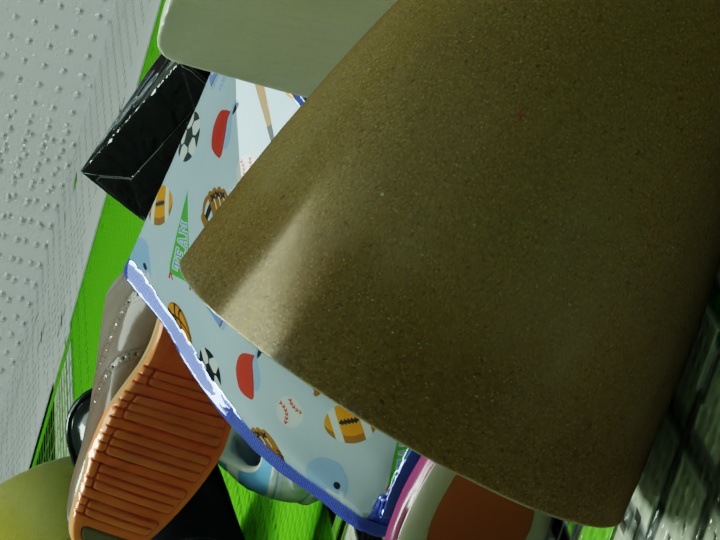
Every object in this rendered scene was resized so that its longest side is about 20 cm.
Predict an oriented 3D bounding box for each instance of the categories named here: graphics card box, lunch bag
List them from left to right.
[{"bbox_3d":[-0.066,-0.130,1.606,0.125,0.051,0.200,-41,15,49],"label":"graphics card box"},{"bbox_3d":[0.000,0.000,1.383,0.200,0.123,0.171,54,133,39],"label":"lunch bag"}]

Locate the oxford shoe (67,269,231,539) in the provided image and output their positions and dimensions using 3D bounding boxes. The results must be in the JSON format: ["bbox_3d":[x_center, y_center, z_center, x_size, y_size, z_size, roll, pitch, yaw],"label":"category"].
[{"bbox_3d":[-0.105,0.051,1.526,0.073,0.071,0.201,22,87,53],"label":"oxford shoe"}]

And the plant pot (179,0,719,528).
[{"bbox_3d":[0.065,-0.041,1.064,0.201,0.186,0.186,-59,14,9],"label":"plant pot"}]

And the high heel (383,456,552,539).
[{"bbox_3d":[0.029,0.108,1.248,0.096,0.067,0.201,-109,29,-51],"label":"high heel"}]

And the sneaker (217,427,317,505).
[{"bbox_3d":[-0.025,0.051,1.588,0.072,0.072,0.201,-86,16,-48],"label":"sneaker"}]

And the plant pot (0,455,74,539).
[{"bbox_3d":[-0.161,0.232,1.805,0.142,0.199,0.201,54,134,41],"label":"plant pot"}]

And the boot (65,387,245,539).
[{"bbox_3d":[-0.097,0.156,1.587,0.199,0.073,0.162,61,-178,-5],"label":"boot"}]

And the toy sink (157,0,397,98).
[{"bbox_3d":[0.028,-0.144,1.236,0.131,0.199,0.113,116,163,-49],"label":"toy sink"}]
